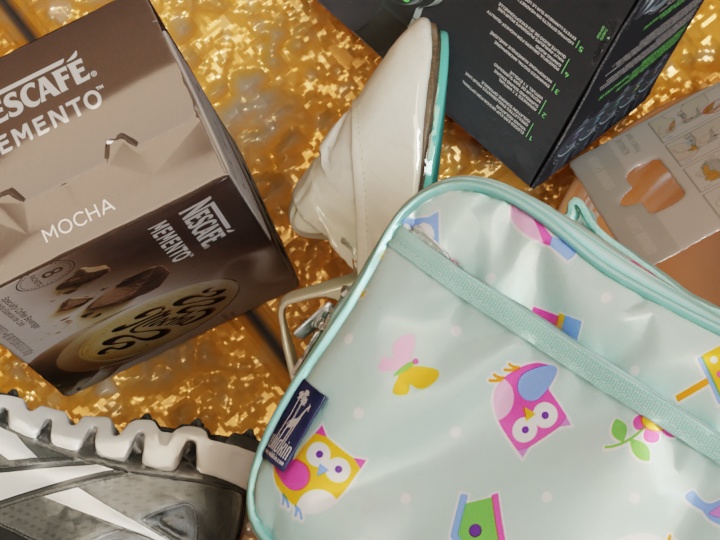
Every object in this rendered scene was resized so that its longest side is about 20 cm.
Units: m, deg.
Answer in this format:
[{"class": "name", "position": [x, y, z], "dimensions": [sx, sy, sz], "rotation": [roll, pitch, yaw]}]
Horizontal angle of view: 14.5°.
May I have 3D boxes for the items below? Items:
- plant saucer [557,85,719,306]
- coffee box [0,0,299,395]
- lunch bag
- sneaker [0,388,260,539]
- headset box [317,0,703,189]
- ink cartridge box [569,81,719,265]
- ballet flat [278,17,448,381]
[{"class": "plant saucer", "position": [0.173, 0.008, 1.108], "dimensions": [0.199, 0.038, 0.201], "rotation": [-3, 52, 4]}, {"class": "coffee box", "position": [-0.100, -0.024, 1.091], "dimensions": [0.113, 0.200, 0.080], "rotation": [-25, 77, 0]}, {"class": "lunch bag", "position": [0.067, 0.065, 0.955], "dimensions": [0.200, 0.077, 0.161], "rotation": [32, 94, 19]}, {"class": "sneaker", "position": [-0.140, 0.095, 1.138], "dimensions": [0.199, 0.066, 0.091], "rotation": [9, 77, 5]}, {"class": "headset box", "position": [0.059, -0.157, 1.108], "dimensions": [0.174, 0.200, 0.093], "rotation": [41, 50, 13]}, {"class": "ink cartridge box", "position": [0.188, -0.053, 1.060], "dimensions": [0.200, 0.163, 0.057], "rotation": [-33, 106, 5]}, {"class": "ballet flat", "position": [0.000, 0.000, 1.114], "dimensions": [0.069, 0.069, 0.201], "rotation": [4, 105, 7]}]
